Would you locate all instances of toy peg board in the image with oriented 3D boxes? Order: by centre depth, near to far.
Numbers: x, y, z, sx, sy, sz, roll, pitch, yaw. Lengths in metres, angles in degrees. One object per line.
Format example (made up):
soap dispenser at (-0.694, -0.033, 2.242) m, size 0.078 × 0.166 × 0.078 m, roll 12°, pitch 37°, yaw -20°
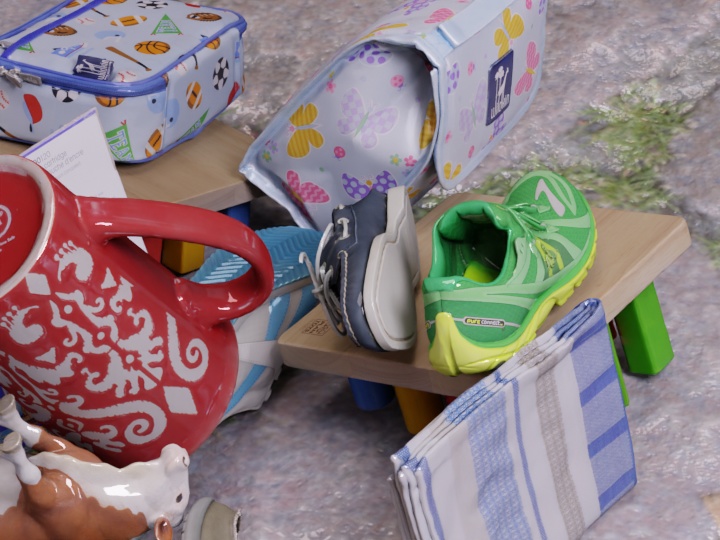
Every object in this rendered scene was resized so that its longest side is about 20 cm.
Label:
toy peg board at (0.090, 0.048, 1.797) m, size 0.198 × 0.098 × 0.200 m, roll 7°, pitch 35°, yaw 42°
toy peg board at (-0.184, -0.046, 1.971) m, size 0.199 × 0.098 × 0.198 m, roll 28°, pitch 33°, yaw 37°

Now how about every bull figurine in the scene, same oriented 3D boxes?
bull figurine at (-0.199, 0.133, 1.662) m, size 0.199 × 0.122 × 0.065 m, roll -18°, pitch 38°, yaw 30°

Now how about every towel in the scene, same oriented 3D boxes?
towel at (0.095, 0.122, 1.639) m, size 0.024 × 0.148 × 0.200 m, roll 13°, pitch 38°, yaw 41°

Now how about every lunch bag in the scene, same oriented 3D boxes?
lunch bag at (0.039, -0.119, 1.906) m, size 0.127 × 0.200 × 0.170 m, roll 45°, pitch 39°, yaw 1°
lunch bag at (-0.183, -0.144, 1.979) m, size 0.159 × 0.076 × 0.200 m, roll 15°, pitch 26°, yaw 23°

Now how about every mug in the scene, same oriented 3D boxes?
mug at (-0.165, 0.008, 1.664) m, size 0.178 × 0.200 × 0.133 m, roll -51°, pitch 49°, yaw -5°

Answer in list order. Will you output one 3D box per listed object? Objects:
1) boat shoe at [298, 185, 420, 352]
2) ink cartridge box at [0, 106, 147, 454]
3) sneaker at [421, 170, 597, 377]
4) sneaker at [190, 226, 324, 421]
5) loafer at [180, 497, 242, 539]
boat shoe at (0.000, 0.000, 1.732) m, size 0.061 × 0.075 × 0.200 m, roll -11°, pitch 25°, yaw 9°
ink cartridge box at (-0.217, 0.026, 1.770) m, size 0.043 × 0.201 × 0.198 m, roll 10°, pitch 36°, yaw 46°
sneaker at (0.091, -0.014, 1.691) m, size 0.074 × 0.084 × 0.200 m, roll -5°, pitch 28°, yaw 25°
sneaker at (-0.076, 0.039, 1.831) m, size 0.076 × 0.081 × 0.200 m, roll 21°, pitch 43°, yaw 33°
loafer at (-0.073, 0.214, 1.615) m, size 0.069 × 0.076 × 0.201 m, roll 3°, pitch 40°, yaw -8°
